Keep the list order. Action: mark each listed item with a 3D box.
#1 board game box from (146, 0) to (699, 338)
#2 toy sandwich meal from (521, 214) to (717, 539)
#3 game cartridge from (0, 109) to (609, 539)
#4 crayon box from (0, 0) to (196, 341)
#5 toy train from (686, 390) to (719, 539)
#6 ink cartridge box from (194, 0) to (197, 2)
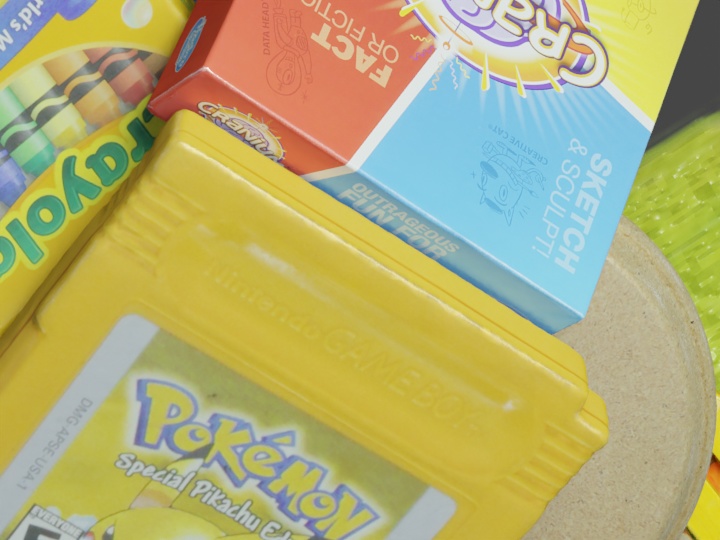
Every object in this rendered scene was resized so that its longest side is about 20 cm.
[{"bbox_3d":[0.035,-0.097,0.941,0.153,0.040,0.200,32,60,-19],"label":"board game box"},{"bbox_3d":[0.036,0.054,1.006,0.205,0.070,0.205,-2,104,-7],"label":"toy sandwich meal"},{"bbox_3d":[-0.042,0.067,0.929,0.176,0.032,0.200,31,119,-16],"label":"game cartridge"},{"bbox_3d":[-0.114,-0.061,0.951,0.126,0.052,0.200,-39,80,7],"label":"crayon box"},{"bbox_3d":[0.092,0.106,1.090,0.150,0.056,0.200,-12,103,-2],"label":"toy train"},{"bbox_3d":[-0.012,-0.181,1.015,0.116,0.068,0.200,-9,98,-17],"label":"ink cartridge box"}]
